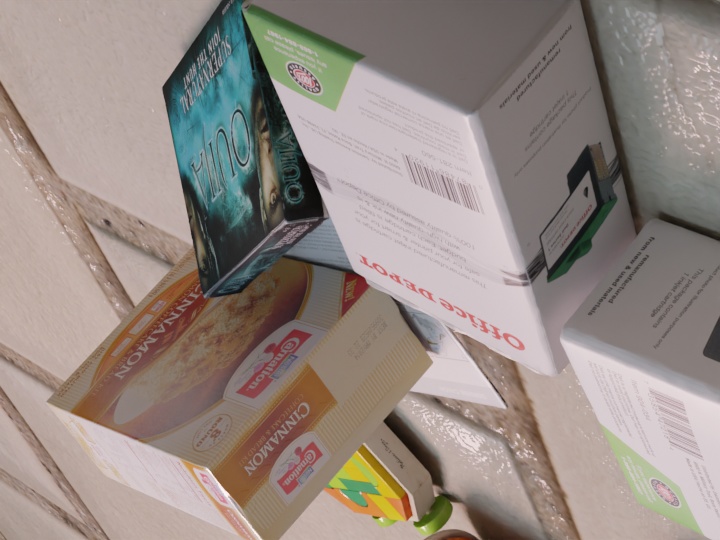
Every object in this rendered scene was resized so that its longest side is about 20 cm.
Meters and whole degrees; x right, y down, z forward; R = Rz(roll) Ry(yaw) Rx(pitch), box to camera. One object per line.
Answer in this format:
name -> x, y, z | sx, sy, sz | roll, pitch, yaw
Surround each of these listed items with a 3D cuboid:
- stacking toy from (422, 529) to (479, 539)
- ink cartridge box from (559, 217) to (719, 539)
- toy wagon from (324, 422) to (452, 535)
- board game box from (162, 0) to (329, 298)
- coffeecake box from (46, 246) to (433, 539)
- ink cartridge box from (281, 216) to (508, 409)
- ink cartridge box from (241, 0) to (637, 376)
stacking toy -> 0.129, 0.262, 1.442 | 0.199, 0.147, 0.147 | -5, 133, 40
ink cartridge box -> 0.209, 0.077, 0.937 | 0.199, 0.084, 0.146 | 24, 153, 41
toy wagon -> -0.017, 0.138, 1.536 | 0.155, 0.040, 0.200 | 49, 159, -17
board game box -> -0.068, -0.070, 1.128 | 0.200, 0.028, 0.137 | 143, 117, -69
coffeecake box -> -0.077, 0.069, 1.221 | 0.199, 0.154, 0.073 | 13, 144, 53
ink cartridge box -> 0.000, 0.000, 1.225 | 0.174, 0.044, 0.199 | 51, 158, -24
ink cartridge box -> 0.045, -0.060, 0.963 | 0.145, 0.084, 0.201 | 28, 156, 34
